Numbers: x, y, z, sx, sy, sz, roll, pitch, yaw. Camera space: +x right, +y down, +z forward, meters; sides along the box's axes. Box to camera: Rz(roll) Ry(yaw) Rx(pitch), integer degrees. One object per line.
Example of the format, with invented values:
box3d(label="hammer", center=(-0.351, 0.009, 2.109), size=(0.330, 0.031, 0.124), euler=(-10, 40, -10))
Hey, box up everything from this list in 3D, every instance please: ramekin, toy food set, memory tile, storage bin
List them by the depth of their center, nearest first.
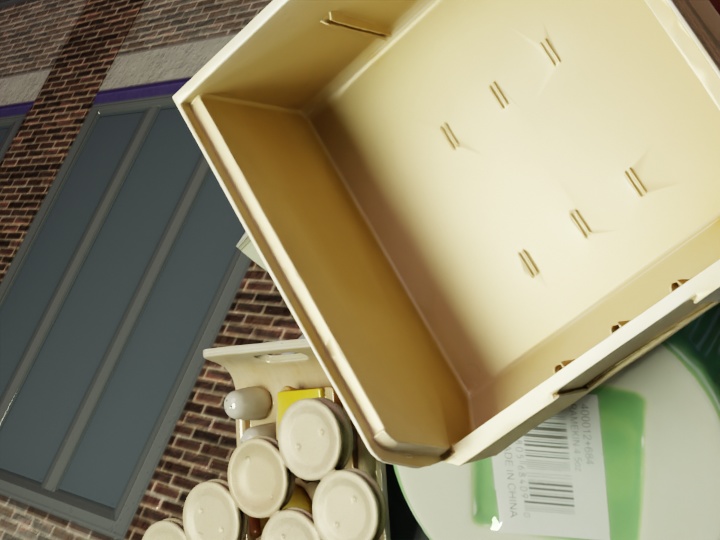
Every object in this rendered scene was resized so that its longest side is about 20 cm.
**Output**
box3d(label="storage bin", center=(0.056, -0.050, 0.558), size=(0.199, 0.093, 0.200), euler=(-38, 72, 26))
box3d(label="ramekin", center=(0.110, 0.075, 0.667), size=(0.199, 0.201, 0.098), euler=(-29, 5, 32))
box3d(label="memory tile", center=(-0.055, 0.188, 0.843), size=(0.200, 0.017, 0.154), euler=(-42, 67, 28))
box3d(label="toy food set", center=(-0.052, 0.148, 0.883), size=(0.143, 0.060, 0.203), euler=(-9, 82, 45))

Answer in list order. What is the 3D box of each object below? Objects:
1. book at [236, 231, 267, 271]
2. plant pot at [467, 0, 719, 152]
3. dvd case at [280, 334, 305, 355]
box3d(label="book", center=(-0.001, -0.095, 0.918), size=(0.200, 0.048, 0.134), euler=(-42, 16, 47))
box3d(label="plant pot", center=(0.144, -0.143, 0.663), size=(0.200, 0.199, 0.197), euler=(33, 98, 56))
box3d(label="dvd case", center=(-0.008, 0.085, 0.966), size=(0.200, 0.025, 0.151), euler=(-42, 36, 21))
